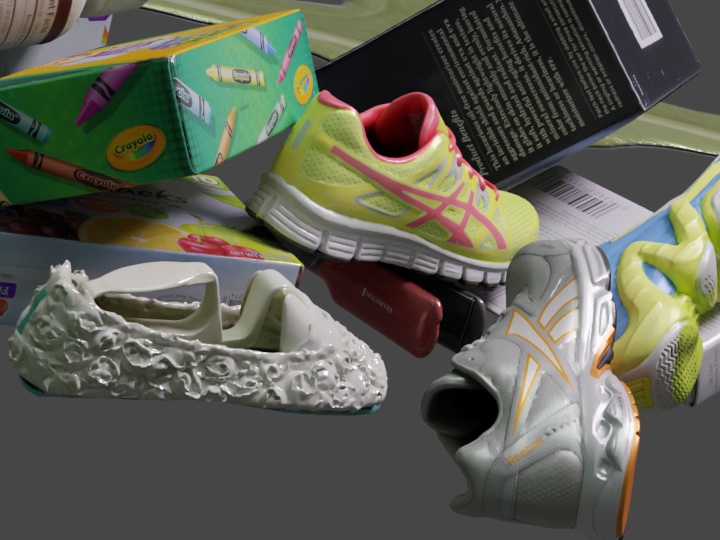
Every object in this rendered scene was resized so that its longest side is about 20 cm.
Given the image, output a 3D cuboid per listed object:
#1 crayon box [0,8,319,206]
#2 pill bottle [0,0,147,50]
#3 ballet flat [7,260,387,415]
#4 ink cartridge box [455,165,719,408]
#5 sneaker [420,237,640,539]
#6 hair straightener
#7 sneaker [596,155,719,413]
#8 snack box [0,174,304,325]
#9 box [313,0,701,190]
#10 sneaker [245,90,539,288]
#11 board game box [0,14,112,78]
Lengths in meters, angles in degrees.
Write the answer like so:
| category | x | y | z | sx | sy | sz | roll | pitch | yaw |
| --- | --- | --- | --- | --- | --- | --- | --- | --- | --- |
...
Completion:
| category | x | y | z | sx | sy | sz | roll | pitch | yaw |
| --- | --- | --- | --- | --- | --- | --- | --- | --- | --- |
| crayon box | -0.107 | -0.083 | 1.073 | 0.118 | 0.059 | 0.200 | -8 | 10 | 18 |
| pill bottle | -0.212 | -0.170 | 1.130 | 0.199 | 0.115 | 0.114 | -15 | 30 | -32 |
| ballet flat | -0.064 | 0.030 | 0.995 | 0.199 | 0.072 | 0.072 | 4 | 19 | -33 |
| ink cartridge box | 0.120 | 0.021 | 1.219 | 0.173 | 0.044 | 0.200 | -28 | 39 | -29 |
| sneaker | 0.073 | 0.045 | 1.003 | 0.091 | 0.076 | 0.200 | 4 | 31 | -5 |
| hair straightener | 0.000 | 0.000 | 1.208 | 0.077 | 0.041 | 0.200 | 1 | 17 | -43 |
| sneaker | 0.147 | -0.006 | 1.149 | 0.105 | 0.076 | 0.200 | 9 | 36 | 22 |
| snack box | -0.147 | -0.016 | 1.092 | 0.199 | 0.053 | 0.142 | 7 | 17 | -26 |
| box | 0.088 | -0.120 | 1.346 | 0.198 | 0.124 | 0.200 | -26 | 2 | 23 |
| sneaker | 0.034 | -0.048 | 1.148 | 0.199 | 0.091 | 0.078 | 7 | 17 | -47 |
| board game box | -0.266 | -0.136 | 1.291 | 0.199 | 0.105 | 0.103 | 23 | 18 | 24 |
